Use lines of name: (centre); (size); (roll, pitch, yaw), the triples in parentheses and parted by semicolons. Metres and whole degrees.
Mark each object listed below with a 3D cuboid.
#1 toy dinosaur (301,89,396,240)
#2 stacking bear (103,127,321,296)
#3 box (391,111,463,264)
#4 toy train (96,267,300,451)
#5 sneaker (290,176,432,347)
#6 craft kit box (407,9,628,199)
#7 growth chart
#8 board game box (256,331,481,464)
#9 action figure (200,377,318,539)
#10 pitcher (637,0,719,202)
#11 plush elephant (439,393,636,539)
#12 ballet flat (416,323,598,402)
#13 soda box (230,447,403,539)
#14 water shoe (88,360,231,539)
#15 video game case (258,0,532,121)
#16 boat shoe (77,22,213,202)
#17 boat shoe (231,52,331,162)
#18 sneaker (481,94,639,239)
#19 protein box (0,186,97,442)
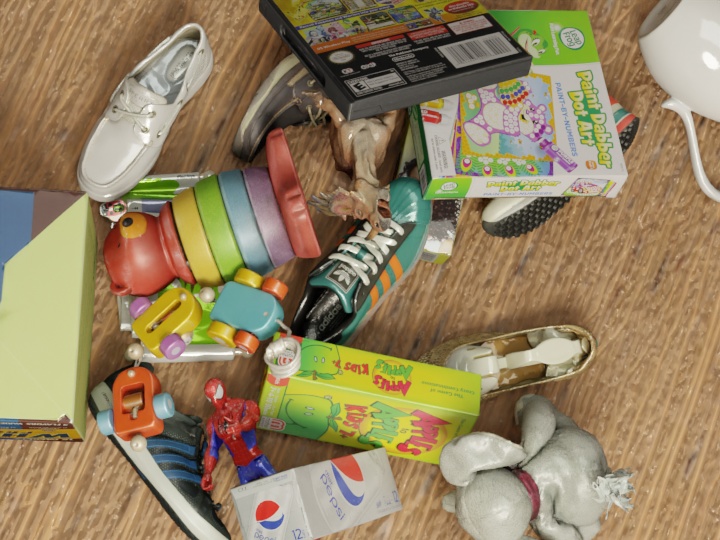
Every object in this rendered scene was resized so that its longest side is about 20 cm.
toy dinosaur: (-0.002, -0.112, 1.366); (0.085, 0.200, 0.137); (1, 106, 7)
stacking bear: (-0.146, -0.035, 1.352); (0.199, 0.114, 0.122); (-18, 51, -1)
box: (0.075, -0.113, 1.443); (0.075, 0.050, 0.202); (13, 77, -5)
toy train: (-0.143, 0.083, 1.306); (0.199, 0.056, 0.151); (-20, 58, 10)
sneaker: (0.000, 0.000, 1.362); (0.071, 0.080, 0.201); (34, 98, 13)
craft kit box: (0.144, -0.163, 1.399); (0.196, 0.049, 0.201); (-1, 62, -15)
growth chart: (-0.179, -0.004, 1.404); (0.144, 0.018, 0.202); (-10, 82, -10)
board game box: (0.005, 0.123, 1.357); (0.198, 0.102, 0.048); (12, 52, -5)
action figure: (-0.103, 0.196, 1.316); (0.065, 0.099, 0.201); (-24, 93, 20)
pitcher: (0.367, -0.184, 1.473); (0.200, 0.121, 0.172); (40, 92, -11)
plush elephant: (0.145, 0.207, 1.319); (0.154, 0.200, 0.166); (-9, 88, -14)
ballet flat: (0.141, 0.088, 1.406); (0.198, 0.065, 0.071); (-15, 82, -10)
soda box: (-0.035, 0.205, 1.290); (0.068, 0.200, 0.064); (-21, 80, 23)
water shoe: (-0.170, 0.173, 1.344); (0.079, 0.072, 0.200); (-38, 88, -16)
video game case: (0.032, -0.223, 1.352); (0.199, 0.026, 0.181); (-17, 50, -25)
boat shoe: (-0.212, -0.160, 1.394); (0.070, 0.069, 0.201); (29, 72, 4)
boat shoe: (-0.050, -0.181, 1.426); (0.073, 0.075, 0.200); (38, 78, 1)
sneaker: (0.185, -0.116, 1.459); (0.199, 0.070, 0.093); (-38, 69, -11)
protein box: (-0.311, 0.045, 1.281); (0.134, 0.200, 0.200); (3, 79, -7)
